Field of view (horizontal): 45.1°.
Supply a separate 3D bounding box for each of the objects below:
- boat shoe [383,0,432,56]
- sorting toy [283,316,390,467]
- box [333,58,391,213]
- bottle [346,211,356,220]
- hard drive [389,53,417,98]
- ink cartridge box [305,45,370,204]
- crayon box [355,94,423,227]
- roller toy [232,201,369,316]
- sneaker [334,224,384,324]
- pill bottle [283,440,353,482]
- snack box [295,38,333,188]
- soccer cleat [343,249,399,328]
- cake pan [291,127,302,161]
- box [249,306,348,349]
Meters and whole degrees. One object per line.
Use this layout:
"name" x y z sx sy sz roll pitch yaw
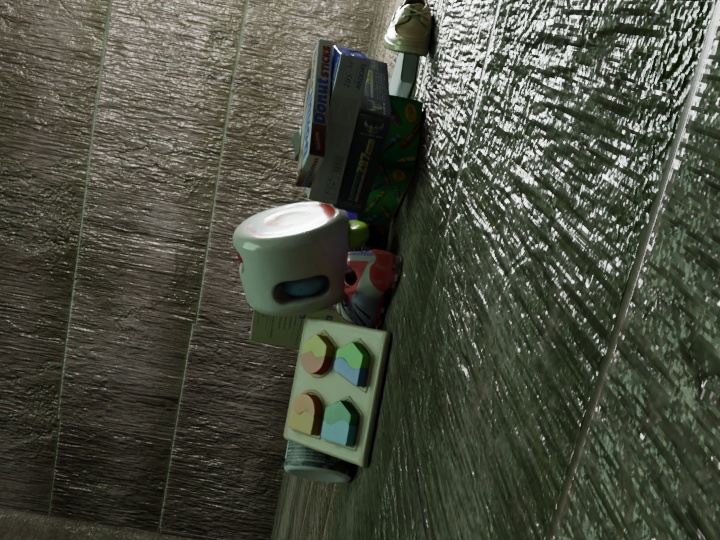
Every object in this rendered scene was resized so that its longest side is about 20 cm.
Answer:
"boat shoe" 0.080 -0.387 1.360 0.200 0.072 0.065 -77 -1 -60
"sorting toy" -0.042 0.166 1.231 0.200 0.036 0.186 6 85 50
"box" 0.001 -0.203 1.279 0.200 0.051 0.158 -91 15 -53
"bottle" 0.019 -0.174 1.508 0.065 0.083 0.201 -101 21 -78
"hard drive" 0.072 -0.336 1.585 0.200 0.026 0.132 109 170 -65
"ink cartridge box" -0.035 -0.201 1.199 0.094 0.044 0.201 -109 31 -68
"crayon box" 0.043 -0.165 1.345 0.200 0.058 0.119 114 165 -65
"roller toy" -0.099 -0.015 1.334 0.182 0.200 0.140 -32 -59 -43
"sneaker" 0.000 0.000 1.429 0.075 0.080 0.201 -32 48 42
"pill bottle" -0.052 0.220 1.350 0.106 0.106 0.201 112 168 -66
"snack box" -0.061 -0.212 1.162 0.072 0.024 0.201 123 155 -56
"soccer cleat" 0.004 0.030 1.276 0.200 0.076 0.067 109 170 -59
"cake pan" -0.043 -0.265 1.587 0.037 0.200 0.200 60 173 1
"box" -0.087 0.064 1.538 0.176 0.199 0.097 108 172 -60
